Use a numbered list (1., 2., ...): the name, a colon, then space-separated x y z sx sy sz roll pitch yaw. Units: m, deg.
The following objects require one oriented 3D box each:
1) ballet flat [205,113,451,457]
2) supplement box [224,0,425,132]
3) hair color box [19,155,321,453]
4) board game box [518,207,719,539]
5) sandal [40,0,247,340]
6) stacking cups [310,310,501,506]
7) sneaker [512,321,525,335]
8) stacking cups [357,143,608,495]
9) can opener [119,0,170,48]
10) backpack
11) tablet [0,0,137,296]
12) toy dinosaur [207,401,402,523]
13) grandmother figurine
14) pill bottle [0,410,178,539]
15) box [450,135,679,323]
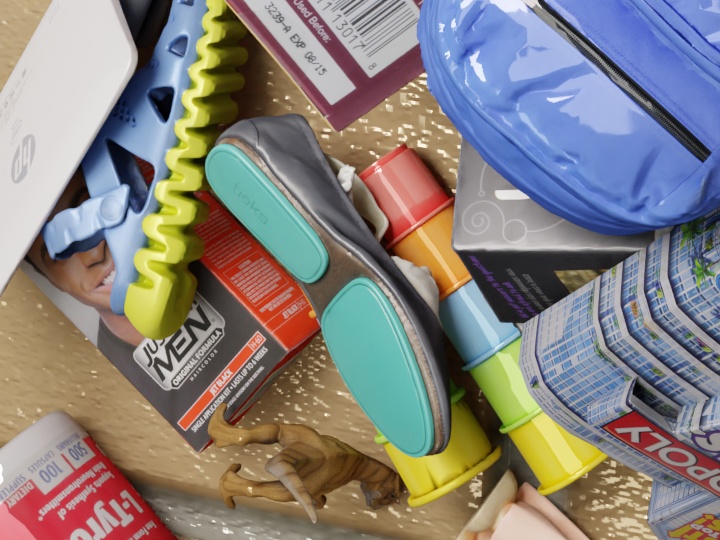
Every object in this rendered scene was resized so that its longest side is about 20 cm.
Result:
1. ballet flat: 0.000 0.000 0.860 0.073 0.073 0.201 -40 82 29
2. supplement box: -0.030 -0.174 0.774 0.085 0.201 0.110 -34 130 10
3. hair color box: -0.125 -0.003 0.974 0.200 0.061 0.102 45 120 5
4. board game box: 0.175 0.074 0.752 0.199 0.062 0.200 28 145 -17
5. sandal: -0.117 -0.069 0.890 0.086 0.079 0.202 15 88 9
6. stacking cups: 0.001 0.032 0.926 0.060 0.060 0.201 -33 88 29
7. sneaker: 0.170 0.029 0.845 0.199 0.074 0.081 19 108 2
8. stacking cups: 0.065 0.025 0.904 0.060 0.060 0.201 -38 86 30
9. can opener: -0.091 -0.199 0.896 0.066 0.053 0.201 38 119 9
10. backpack: 0.117 -0.119 0.644 0.162 0.168 0.200 41 91 1
11. tablet: -0.184 -0.072 0.915 0.201 0.014 0.130 -55 37 25
12. toy dinosaur: -0.034 0.103 0.905 0.105 0.200 0.061 0 84 21
13. grandmother figurine: 0.146 0.193 0.923 0.200 0.061 0.121 37 146 6
14. pill bottle: -0.163 0.196 1.029 0.200 0.112 0.112 48 119 2
15. box: 0.153 -0.046 0.770 0.198 0.106 0.123 1 70 18
